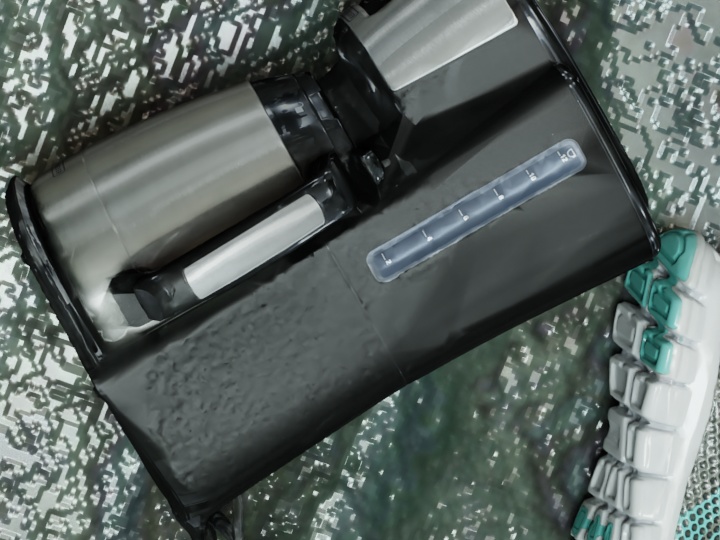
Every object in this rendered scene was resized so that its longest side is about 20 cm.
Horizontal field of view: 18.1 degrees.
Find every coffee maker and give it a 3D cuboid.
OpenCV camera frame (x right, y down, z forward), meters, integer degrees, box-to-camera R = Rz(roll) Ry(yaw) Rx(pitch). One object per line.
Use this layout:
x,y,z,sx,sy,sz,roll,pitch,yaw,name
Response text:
0.000,0.000,0.824,0.200,0.135,0.192,-29,126,-1,coffee maker

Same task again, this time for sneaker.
0.137,0.088,0.876,0.091,0.078,0.201,10,101,-14,sneaker
